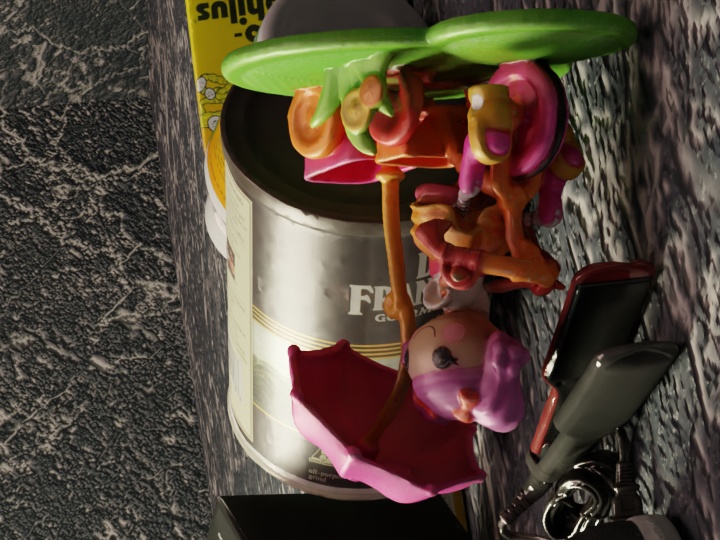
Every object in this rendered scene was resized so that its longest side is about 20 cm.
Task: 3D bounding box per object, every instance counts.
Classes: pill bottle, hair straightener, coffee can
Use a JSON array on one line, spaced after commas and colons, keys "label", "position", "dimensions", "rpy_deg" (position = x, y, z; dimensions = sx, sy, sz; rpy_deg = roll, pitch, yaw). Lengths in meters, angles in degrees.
[{"label": "pill bottle", "position": [-0.033, -0.077, 1.052], "dimensions": [0.200, 0.110, 0.112], "rpy_deg": [125, 140, -57]}, {"label": "hair straightener", "position": [0.091, 0.079, 0.731], "dimensions": [0.201, 0.040, 0.078], "rpy_deg": [109, 153, -55]}, {"label": "coffee can", "position": [0.000, 0.000, 0.913], "dimensions": [0.147, 0.144, 0.201], "rpy_deg": [-106, 14, -45]}]

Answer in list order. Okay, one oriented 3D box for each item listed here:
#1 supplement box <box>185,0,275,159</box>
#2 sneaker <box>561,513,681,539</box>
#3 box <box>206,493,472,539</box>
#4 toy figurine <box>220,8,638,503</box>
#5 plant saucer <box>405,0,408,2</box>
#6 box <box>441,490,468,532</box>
[{"label": "supplement box", "position": [-0.074, -0.178, 1.302], "dimensions": [0.110, 0.107, 0.203], "rpy_deg": [111, 152, -84]}, {"label": "sneaker", "position": [0.071, 0.191, 0.717], "dimensions": [0.073, 0.110, 0.202], "rpy_deg": [-113, 20, -61]}, {"label": "box", "position": [-0.017, 0.242, 0.977], "dimensions": [0.124, 0.147, 0.202], "rpy_deg": [51, 132, 52]}, {"label": "toy figurine", "position": [0.033, 0.001, 0.710], "dimensions": [0.199, 0.149, 0.187], "rpy_deg": [-5, 86, 51]}, {"label": "plant saucer", "position": [-0.009, -0.152, 1.151], "dimensions": [0.200, 0.050, 0.203], "rpy_deg": [174, 90, -81]}, {"label": "box", "position": [0.036, 0.207, 1.135], "dimensions": [0.200, 0.041, 0.121], "rpy_deg": [125, 137, -72]}]
